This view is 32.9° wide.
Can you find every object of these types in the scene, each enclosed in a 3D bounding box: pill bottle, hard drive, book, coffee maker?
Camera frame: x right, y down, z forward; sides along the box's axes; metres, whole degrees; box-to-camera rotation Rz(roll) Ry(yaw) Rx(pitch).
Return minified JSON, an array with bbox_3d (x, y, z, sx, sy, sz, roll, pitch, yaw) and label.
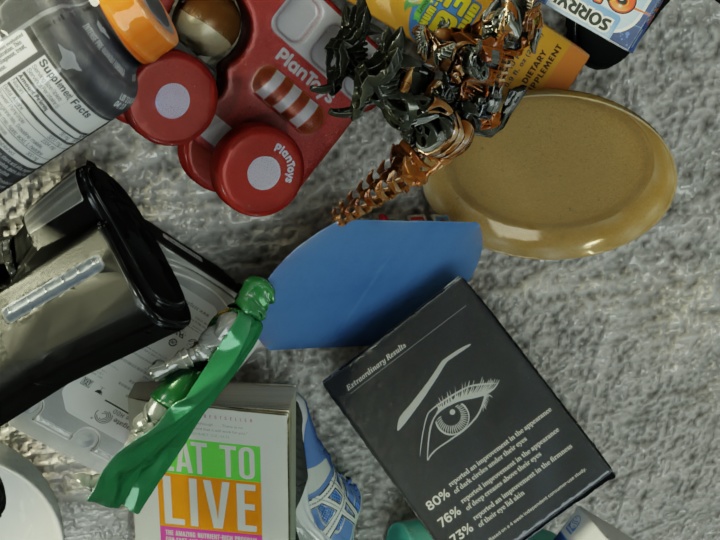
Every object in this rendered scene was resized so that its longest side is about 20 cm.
[{"bbox_3d":[-0.214,-0.119,0.763,0.200,0.106,0.106,-31,119,7],"label":"pill bottle"},{"bbox_3d":[-0.181,0.074,0.998,0.140,0.038,0.200,36,102,-26],"label":"hard drive"},{"bbox_3d":[-0.121,0.188,1.012,0.134,0.048,0.200,3,115,5],"label":"book"},{"bbox_3d":[-0.230,0.048,0.892,0.200,0.135,0.192,-27,106,7],"label":"coffee maker"}]

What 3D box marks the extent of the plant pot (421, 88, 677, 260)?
[{"bbox_3d":[0.149,-0.078,0.971,0.200,0.027,0.200,5,143,4],"label":"plant pot"}]

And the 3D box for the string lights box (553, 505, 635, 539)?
[{"bbox_3d":[0.163,0.302,0.979,0.103,0.059,0.200,34,96,-20],"label":"string lights box"}]

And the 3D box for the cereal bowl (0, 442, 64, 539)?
[{"bbox_3d":[-0.342,0.212,0.994,0.200,0.083,0.200,-6,117,-12],"label":"cereal bowl"}]

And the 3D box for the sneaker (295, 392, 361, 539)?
[{"bbox_3d":[-0.047,0.190,1.081,0.077,0.076,0.200,-24,120,-32],"label":"sneaker"}]

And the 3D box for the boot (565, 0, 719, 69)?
[{"bbox_3d":[0.246,-0.219,0.897,0.073,0.162,0.198,13,112,-33],"label":"boot"}]

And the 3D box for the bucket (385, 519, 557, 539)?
[{"bbox_3d":[0.099,0.316,1.104,0.135,0.207,0.207,1,115,-11],"label":"bucket"}]

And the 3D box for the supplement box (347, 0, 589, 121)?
[{"bbox_3d":[0.073,-0.191,0.922,0.200,0.069,0.067,26,105,-23],"label":"supplement box"}]

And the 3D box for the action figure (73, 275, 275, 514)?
[{"bbox_3d":[-0.130,0.087,0.908,0.055,0.118,0.200,38,84,8],"label":"action figure"}]

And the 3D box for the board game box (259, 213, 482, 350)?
[{"bbox_3d":[0.000,0.000,0.995,0.200,0.039,0.158,0,139,-34],"label":"board game box"}]

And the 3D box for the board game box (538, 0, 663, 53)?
[{"bbox_3d":[0.140,-0.262,0.862,0.200,0.034,0.135,32,106,12],"label":"board game box"}]

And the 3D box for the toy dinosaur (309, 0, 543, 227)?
[{"bbox_3d":[0.046,-0.118,0.855,0.136,0.102,0.200,30,81,-32],"label":"toy dinosaur"}]

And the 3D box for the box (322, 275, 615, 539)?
[{"bbox_3d":[0.090,0.129,1.001,0.148,0.104,0.200,-37,74,4],"label":"box"}]

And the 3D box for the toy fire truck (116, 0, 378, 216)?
[{"bbox_3d":[-0.088,-0.147,0.881,0.200,0.112,0.168,40,87,-28],"label":"toy fire truck"}]
